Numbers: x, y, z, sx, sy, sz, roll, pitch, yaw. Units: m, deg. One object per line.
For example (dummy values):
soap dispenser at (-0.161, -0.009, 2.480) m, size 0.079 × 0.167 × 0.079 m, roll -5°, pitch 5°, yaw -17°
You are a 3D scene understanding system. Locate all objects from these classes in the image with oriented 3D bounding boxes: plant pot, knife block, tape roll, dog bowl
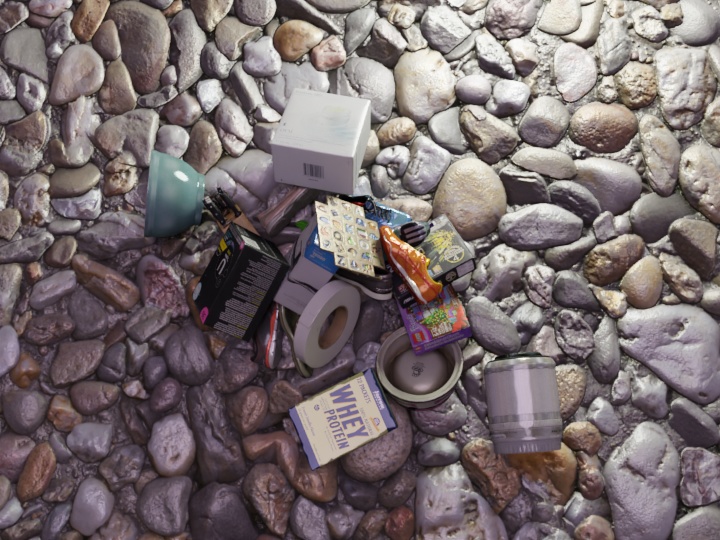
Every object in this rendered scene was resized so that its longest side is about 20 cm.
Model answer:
plant pot at (-0.440, -0.175, 1.703) m, size 0.130 × 0.200 × 0.207 m, roll 5°, pitch 78°, yaw -16°
knife block at (-0.286, -0.097, 1.670) m, size 0.063 × 0.176 × 0.202 m, roll -37°, pitch 78°, yaw -3°
tape roll at (-0.073, 0.119, 1.595) m, size 0.037 × 0.203 × 0.206 m, roll 28°, pitch 81°, yaw 27°
dog bowl at (0.133, 0.220, 1.589) m, size 0.194 × 0.075 × 0.204 m, roll -6°, pitch 50°, yaw 7°

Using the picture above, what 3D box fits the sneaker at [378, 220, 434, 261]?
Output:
sneaker at (0.077, -0.067, 1.657) m, size 0.196 × 0.087 × 0.077 m, roll -13°, pitch 96°, yaw 31°

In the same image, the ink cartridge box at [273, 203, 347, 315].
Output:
ink cartridge box at (-0.109, -0.023, 1.604) m, size 0.083 × 0.201 × 0.147 m, roll 27°, pitch 37°, yaw -17°

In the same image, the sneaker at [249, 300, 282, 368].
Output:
sneaker at (-0.222, 0.122, 1.674) m, size 0.079 × 0.077 × 0.206 m, roll 5°, pitch 78°, yaw 12°

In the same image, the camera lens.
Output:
camera lens at (0.351, 0.285, 1.546) m, size 0.155 × 0.160 × 0.206 m, roll -4°, pitch 78°, yaw 4°

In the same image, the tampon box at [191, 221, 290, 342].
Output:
tampon box at (-0.273, 0.025, 1.614) m, size 0.124 × 0.150 × 0.203 m, roll 26°, pitch 100°, yaw -31°

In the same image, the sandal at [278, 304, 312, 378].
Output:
sandal at (-0.137, 0.145, 1.657) m, size 0.056 × 0.080 × 0.206 m, roll -19°, pitch 86°, yaw 18°

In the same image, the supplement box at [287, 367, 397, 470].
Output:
supplement box at (-0.031, 0.321, 1.551) m, size 0.196 × 0.200 × 0.137 m, roll -26°, pitch 79°, yaw -1°

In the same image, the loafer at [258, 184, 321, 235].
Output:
loafer at (-0.167, -0.175, 1.733) m, size 0.200 × 0.072 × 0.063 m, roll -45°, pitch 71°, yaw -2°

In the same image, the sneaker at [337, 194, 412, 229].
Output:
sneaker at (0.026, -0.130, 1.685) m, size 0.194 × 0.091 × 0.080 m, roll 11°, pitch 64°, yaw 3°

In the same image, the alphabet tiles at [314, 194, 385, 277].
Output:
alphabet tiles at (-0.023, -0.076, 1.558) m, size 0.163 × 0.006 × 0.204 m, roll 16°, pitch 46°, yaw -29°

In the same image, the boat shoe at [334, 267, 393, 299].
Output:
boat shoe at (0.000, 0.000, 1.633) m, size 0.199 × 0.071 × 0.062 m, roll 28°, pitch 119°, yaw 39°

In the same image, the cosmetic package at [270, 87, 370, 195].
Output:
cosmetic package at (-0.089, -0.308, 1.689) m, size 0.193 × 0.125 × 0.204 m, roll 10°, pitch 52°, yaw 6°

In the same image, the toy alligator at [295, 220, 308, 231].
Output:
toy alligator at (-0.063, -0.071, 1.713) m, size 0.194 × 0.060 × 0.055 m, roll 15°, pitch 122°, yaw -2°

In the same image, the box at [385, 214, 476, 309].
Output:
box at (0.147, -0.022, 1.650) m, size 0.196 × 0.050 × 0.163 m, roll -28°, pitch 45°, yaw -1°

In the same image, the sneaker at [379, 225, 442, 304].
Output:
sneaker at (0.108, -0.019, 1.572) m, size 0.076 × 0.073 × 0.202 m, roll -33°, pitch 76°, yaw -7°

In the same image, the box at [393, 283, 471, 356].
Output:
box at (0.156, 0.085, 1.617) m, size 0.133 × 0.040 × 0.203 m, roll -20°, pitch 47°, yaw 1°
